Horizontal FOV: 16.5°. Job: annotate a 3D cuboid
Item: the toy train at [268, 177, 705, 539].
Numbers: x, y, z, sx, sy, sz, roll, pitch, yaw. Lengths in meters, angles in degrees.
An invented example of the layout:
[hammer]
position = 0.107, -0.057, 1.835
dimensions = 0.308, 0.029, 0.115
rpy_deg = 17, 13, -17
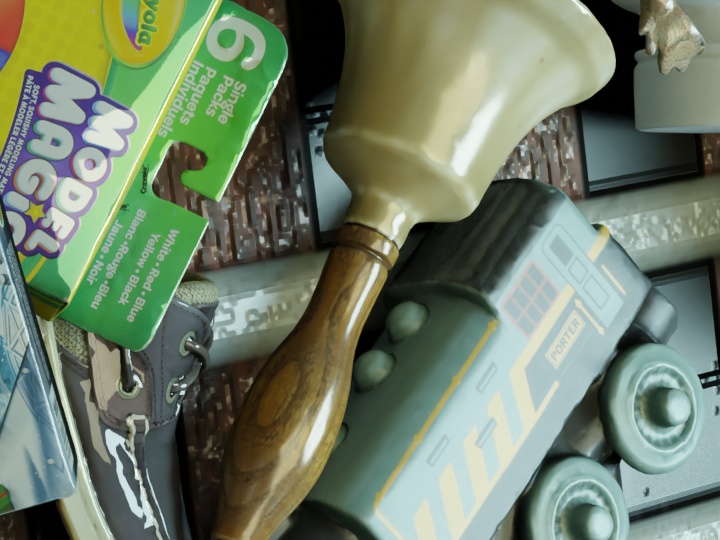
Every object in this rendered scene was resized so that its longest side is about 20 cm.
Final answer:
[toy train]
position = 0.036, 0.064, 0.848
dimensions = 0.114, 0.085, 0.200
rpy_deg = 48, 63, -23

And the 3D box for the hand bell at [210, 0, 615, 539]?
[hand bell]
position = 0.000, 0.000, 0.802
dimensions = 0.104, 0.104, 0.201
rpy_deg = 34, 70, -31

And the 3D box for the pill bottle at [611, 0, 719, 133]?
[pill bottle]
position = 0.139, -0.151, 0.899
dimensions = 0.111, 0.111, 0.201
rpy_deg = -2, 92, -35

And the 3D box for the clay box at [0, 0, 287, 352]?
[clay box]
position = -0.124, -0.070, 0.704
dimensions = 0.199, 0.048, 0.115
rpy_deg = 27, 77, -7

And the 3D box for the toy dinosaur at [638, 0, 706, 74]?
[toy dinosaur]
position = 0.056, -0.150, 0.751
dimensions = 0.086, 0.136, 0.200
rpy_deg = -48, 134, 8

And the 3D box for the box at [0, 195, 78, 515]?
[box]
position = -0.166, -0.020, 0.649
dimensions = 0.136, 0.040, 0.201
rpy_deg = -15, 101, -3

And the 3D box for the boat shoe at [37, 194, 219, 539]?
[boat shoe]
position = -0.075, 0.015, 0.766
dimensions = 0.064, 0.072, 0.201
rpy_deg = -16, 97, 0
